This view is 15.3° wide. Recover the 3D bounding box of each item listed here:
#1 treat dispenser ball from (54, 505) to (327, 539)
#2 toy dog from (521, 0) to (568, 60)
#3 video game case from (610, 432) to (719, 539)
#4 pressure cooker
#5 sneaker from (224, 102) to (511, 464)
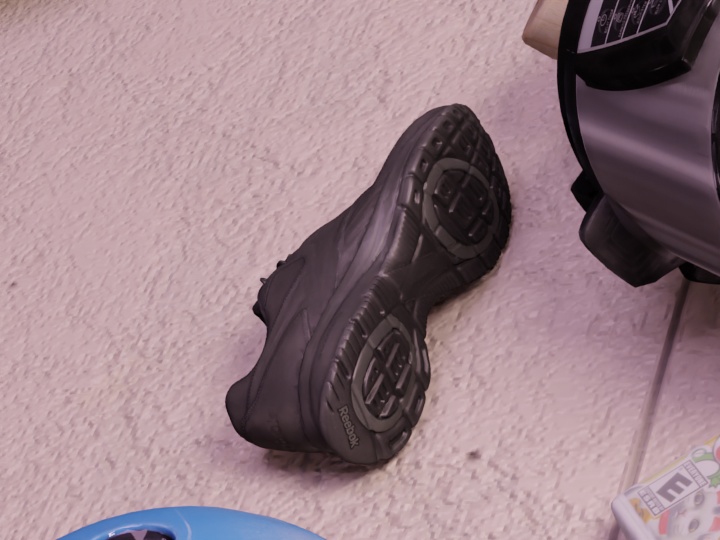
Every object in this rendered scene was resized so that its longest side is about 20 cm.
[{"bbox_3d":[-0.058,0.181,0.911,0.200,0.201,0.201,-19,38,15],"label":"treat dispenser ball"},{"bbox_3d":[0.145,-0.150,1.259,0.200,0.132,0.096,-42,-1,-23],"label":"toy dog"},{"bbox_3d":[0.209,0.098,0.977,0.182,0.023,0.200,-31,36,-2],"label":"video game case"},{"bbox_3d":[0.174,-0.074,1.070,0.175,0.179,0.200,-11,18,-19],"label":"pressure cooker"},{"bbox_3d":[0.000,0.000,1.198,0.091,0.076,0.200,-5,41,39],"label":"sneaker"}]
